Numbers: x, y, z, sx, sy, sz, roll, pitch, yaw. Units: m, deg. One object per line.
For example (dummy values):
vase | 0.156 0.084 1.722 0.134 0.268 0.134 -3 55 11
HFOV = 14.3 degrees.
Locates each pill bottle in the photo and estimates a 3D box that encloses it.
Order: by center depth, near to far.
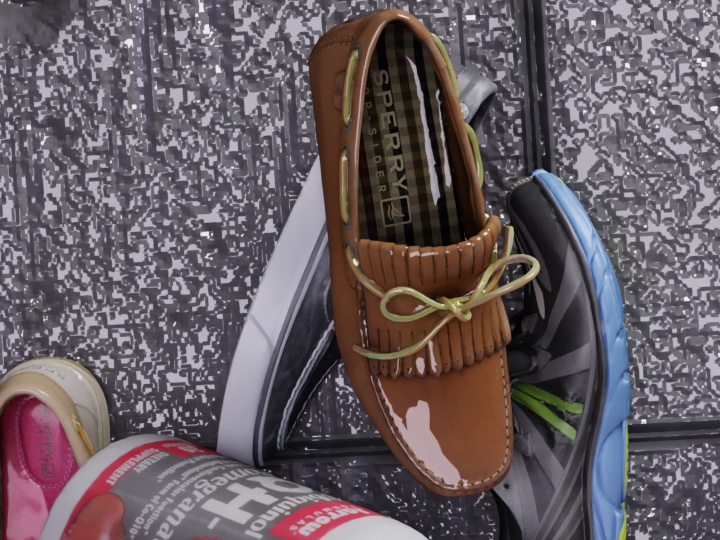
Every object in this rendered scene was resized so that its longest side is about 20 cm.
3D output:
pill bottle | -0.031 0.143 1.165 0.200 0.111 0.111 17 95 39

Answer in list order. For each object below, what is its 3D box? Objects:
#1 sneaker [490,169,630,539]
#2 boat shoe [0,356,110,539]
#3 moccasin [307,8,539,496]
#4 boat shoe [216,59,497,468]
sneaker | 0.073 0.057 1.227 0.083 0.071 0.200 0 95 1
boat shoe | -0.137 0.140 1.257 0.074 0.069 0.200 -9 91 7
moccasin | 0.028 -0.007 1.169 0.074 0.078 0.202 -6 91 -15
boat shoe | 0.000 0.000 1.239 0.068 0.072 0.200 24 88 7
